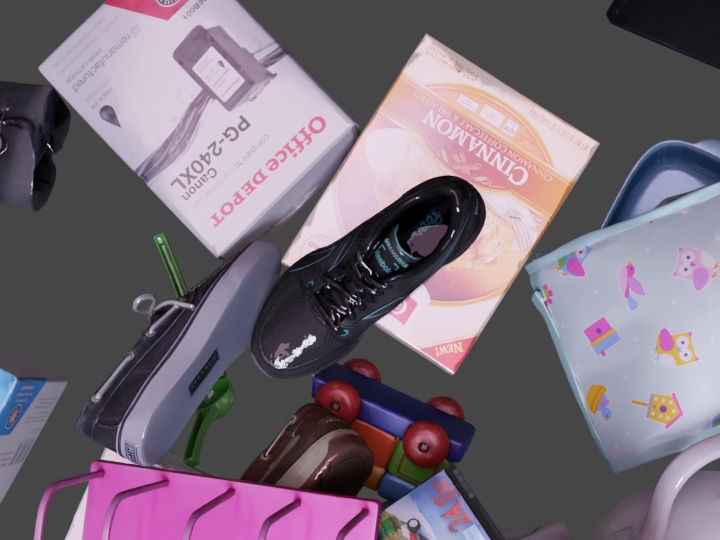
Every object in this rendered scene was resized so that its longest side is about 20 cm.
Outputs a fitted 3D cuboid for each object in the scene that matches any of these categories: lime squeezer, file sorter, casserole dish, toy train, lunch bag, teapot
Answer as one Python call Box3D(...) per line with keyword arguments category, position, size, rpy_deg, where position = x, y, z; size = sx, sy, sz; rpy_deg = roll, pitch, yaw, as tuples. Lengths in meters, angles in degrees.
Box3D(category="lime squeezer", position=(-0.127, 0.069, 1.160), size=(0.038, 0.071, 0.201), rpy_deg=(-32, 52, 28))
Box3D(category="file sorter", position=(-0.101, 0.208, 0.979), size=(0.199, 0.125, 0.140), rpy_deg=(7, 89, 10))
Box3D(category="casserole dish", position=(0.232, -0.002, 1.162), size=(0.121, 0.039, 0.201), rpy_deg=(28, 88, 3))
Box3D(category="toy train", position=(-0.026, 0.125, 1.150), size=(0.199, 0.085, 0.116), rpy_deg=(24, 104, 8))
Box3D(category="lunch bag", position=(0.232, 0.034, 1.076), size=(0.199, 0.122, 0.171), rpy_deg=(-22, 84, 8))
Box3D(category="teapot", position=(0.266, 0.205, 1.069), size=(0.146, 0.200, 0.198), rpy_deg=(-42, 85, 2))

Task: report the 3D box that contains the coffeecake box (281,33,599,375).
Box3D(category="coffeecake box", position=(0.058, -0.047, 1.154), size=(0.153, 0.073, 0.200), rpy_deg=(32, 88, 3))

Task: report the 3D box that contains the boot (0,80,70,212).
Box3D(category="boot", position=(-0.331, -0.068, 1.169), size=(0.199, 0.066, 0.166), rpy_deg=(8, 86, 5))

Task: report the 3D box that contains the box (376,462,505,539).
Box3D(category="box", position=(0.061, 0.251, 1.038), size=(0.136, 0.038, 0.200), rpy_deg=(-36, 82, 11))

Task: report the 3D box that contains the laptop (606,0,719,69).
Box3D(category="laptop", position=(0.326, -0.211, 1.187), size=(0.200, 0.103, 0.178), rpy_deg=(32, 88, -22))

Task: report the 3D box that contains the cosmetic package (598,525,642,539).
Box3D(category="cosmetic package", position=(0.093, 0.235, 0.961), size=(0.199, 0.102, 0.074), rpy_deg=(-25, 84, 10))

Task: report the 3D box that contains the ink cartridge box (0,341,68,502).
Box3D(category="ink cartridge box", position=(-0.335, 0.132, 1.119), size=(0.144, 0.147, 0.201), rpy_deg=(28, 87, 4))

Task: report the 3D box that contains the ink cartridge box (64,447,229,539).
Box3D(category="ink cartridge box", position=(-0.122, 0.210, 1.145), size=(0.199, 0.067, 0.118), rpy_deg=(23, 88, 3))

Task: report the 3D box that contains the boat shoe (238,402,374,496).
Box3D(category="boat shoe", position=(-0.076, 0.179, 1.088), size=(0.202, 0.075, 0.075), rpy_deg=(-47, 51, 4))

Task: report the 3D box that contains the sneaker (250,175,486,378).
Box3D(category="sneaker", position=(0.000, 0.000, 1.077), size=(0.200, 0.079, 0.075), rpy_deg=(-41, 86, 1))

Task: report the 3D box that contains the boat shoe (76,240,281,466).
Box3D(category="boat shoe", position=(-0.126, 0.048, 1.090), size=(0.068, 0.074, 0.200), rpy_deg=(21, 59, 20))

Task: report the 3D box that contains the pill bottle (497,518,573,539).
Box3D(category="pill bottle", position=(0.122, 0.290, 1.105), size=(0.119, 0.120, 0.201), rpy_deg=(-18, 86, 1))

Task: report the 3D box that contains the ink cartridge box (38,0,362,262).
Box3D(category="ink cartridge box", position=(-0.116, -0.123, 1.160), size=(0.145, 0.083, 0.200), rpy_deg=(-44, 85, -1))
